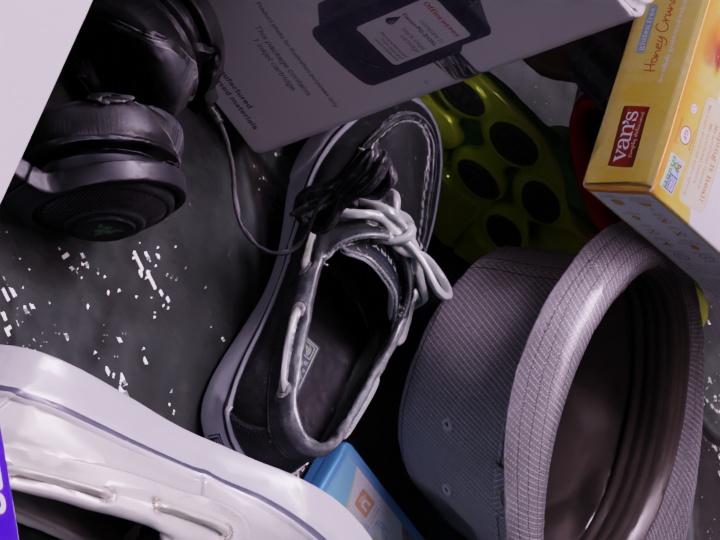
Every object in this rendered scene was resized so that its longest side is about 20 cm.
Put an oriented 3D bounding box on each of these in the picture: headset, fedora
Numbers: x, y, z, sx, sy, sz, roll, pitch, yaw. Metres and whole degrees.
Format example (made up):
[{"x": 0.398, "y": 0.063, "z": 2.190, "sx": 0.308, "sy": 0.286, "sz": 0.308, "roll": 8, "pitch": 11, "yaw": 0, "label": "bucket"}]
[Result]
[{"x": -0.085, "y": -0.069, "z": 1.167, "sx": 0.200, "sy": 0.094, "sz": 0.124, "roll": 31, "pitch": 56, "yaw": -25, "label": "headset"}, {"x": 0.077, "y": 0.067, "z": 1.284, "sx": 0.177, "sy": 0.090, "sz": 0.200, "roll": -49, "pitch": 143, "yaw": -39, "label": "fedora"}]

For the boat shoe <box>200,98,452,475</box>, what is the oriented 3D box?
[{"x": -0.002, "y": -0.002, "z": 1.246, "sx": 0.074, "sy": 0.068, "sz": 0.199, "roll": 44, "pitch": 53, "yaw": -20, "label": "boat shoe"}]

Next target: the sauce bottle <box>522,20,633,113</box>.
[{"x": 0.083, "y": -0.129, "z": 1.322, "sx": 0.065, "sy": 0.065, "sz": 0.200, "roll": 18, "pitch": 25, "yaw": -45, "label": "sauce bottle"}]

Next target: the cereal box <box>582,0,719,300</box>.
[{"x": 0.177, "y": -0.058, "z": 1.271, "sx": 0.200, "sy": 0.040, "sz": 0.144, "roll": 34, "pitch": 68, "yaw": -48, "label": "cereal box"}]

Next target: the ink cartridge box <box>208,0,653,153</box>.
[{"x": 0.032, "y": -0.147, "z": 1.235, "sx": 0.084, "sy": 0.200, "sz": 0.145, "roll": 52, "pitch": 40, "yaw": -27, "label": "ink cartridge box"}]

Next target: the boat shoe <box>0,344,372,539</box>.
[{"x": -0.078, "y": 0.097, "z": 1.138, "sx": 0.200, "sy": 0.072, "sz": 0.066, "roll": 33, "pitch": 58, "yaw": -35, "label": "boat shoe"}]

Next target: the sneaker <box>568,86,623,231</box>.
[{"x": 0.161, "y": -0.016, "z": 1.355, "sx": 0.200, "sy": 0.078, "sz": 0.116, "roll": 44, "pitch": 39, "yaw": -8, "label": "sneaker"}]

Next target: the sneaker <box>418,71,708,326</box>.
[{"x": 0.085, "y": -0.034, "z": 1.381, "sx": 0.200, "sy": 0.074, "sz": 0.084, "roll": 42, "pitch": 29, "yaw": -33, "label": "sneaker"}]

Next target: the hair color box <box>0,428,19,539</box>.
[{"x": -0.183, "y": 0.038, "z": 1.008, "sx": 0.065, "sy": 0.109, "sz": 0.200, "roll": -4, "pitch": 80, "yaw": -49, "label": "hair color box"}]

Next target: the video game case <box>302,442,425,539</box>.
[{"x": 0.017, "y": 0.192, "z": 1.256, "sx": 0.200, "sy": 0.018, "sz": 0.143, "roll": 52, "pitch": 45, "yaw": -23, "label": "video game case"}]

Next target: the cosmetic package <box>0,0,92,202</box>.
[{"x": -0.130, "y": -0.131, "z": 1.064, "sx": 0.051, "sy": 0.083, "sz": 0.200, "roll": 16, "pitch": 100, "yaw": -58, "label": "cosmetic package"}]
